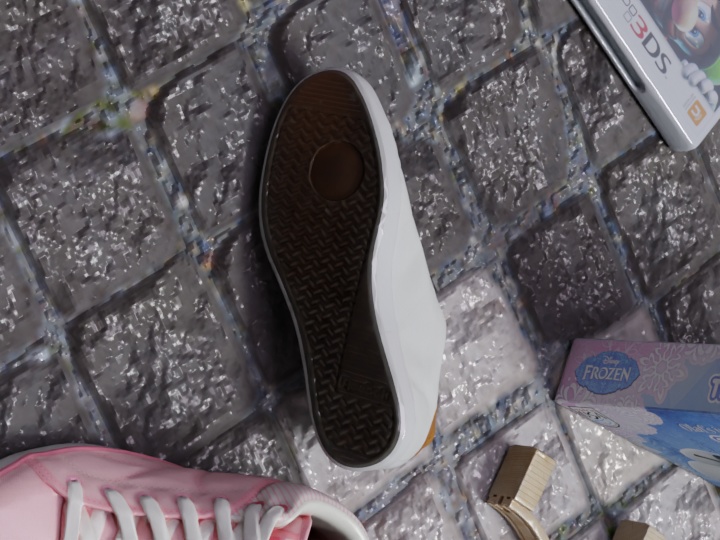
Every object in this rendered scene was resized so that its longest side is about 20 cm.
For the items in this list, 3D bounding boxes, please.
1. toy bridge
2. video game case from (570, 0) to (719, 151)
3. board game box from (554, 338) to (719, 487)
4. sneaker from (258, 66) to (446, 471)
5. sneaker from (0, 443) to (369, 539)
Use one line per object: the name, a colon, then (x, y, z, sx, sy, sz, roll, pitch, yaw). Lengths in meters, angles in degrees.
toy bridge: (0.145, 0.172, 1.208, 0.200, 0.027, 0.067, 36, 72, -30)
video game case: (0.193, -0.201, 1.251, 0.200, 0.023, 0.182, -50, 116, -25)
board game box: (0.242, 0.094, 1.173, 0.199, 0.200, 0.043, 29, 74, -31)
sneaker: (0.000, 0.000, 1.097, 0.085, 0.073, 0.201, 4, 80, -66)
sneaker: (-0.084, 0.124, 1.000, 0.200, 0.105, 0.076, 9, 86, -34)
